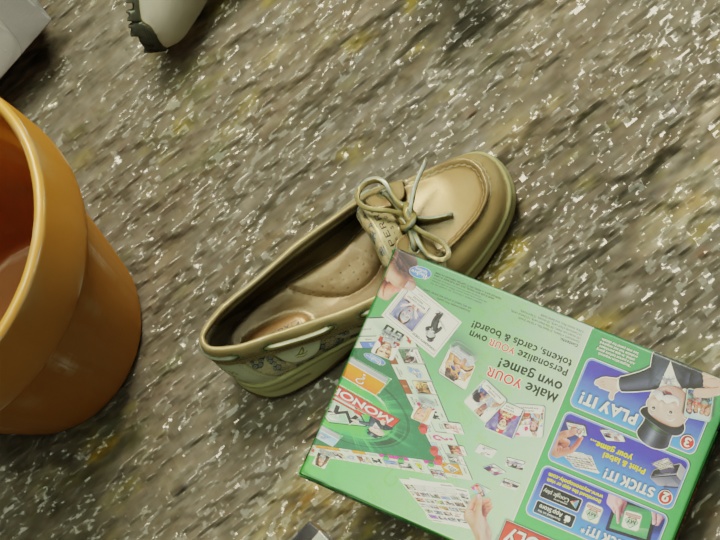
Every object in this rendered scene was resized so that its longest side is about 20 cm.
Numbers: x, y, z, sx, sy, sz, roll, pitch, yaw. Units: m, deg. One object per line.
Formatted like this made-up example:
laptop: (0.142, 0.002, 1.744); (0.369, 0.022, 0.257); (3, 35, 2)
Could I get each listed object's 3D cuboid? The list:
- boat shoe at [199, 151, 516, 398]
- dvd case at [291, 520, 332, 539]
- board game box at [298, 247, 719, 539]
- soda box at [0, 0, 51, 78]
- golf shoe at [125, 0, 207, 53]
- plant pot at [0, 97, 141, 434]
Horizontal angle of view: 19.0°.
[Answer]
boat shoe: (0.000, 0.000, 1.215); (0.200, 0.063, 0.073); (-39, 61, 7)
dvd case: (-0.010, 0.256, 1.159); (0.200, 0.016, 0.149); (42, 93, 29)
board game box: (0.083, 0.086, 1.142); (0.199, 0.029, 0.135); (22, 83, 15)
soda box: (-0.288, -0.113, 1.369); (0.200, 0.063, 0.068); (-48, 26, 2)
golf shoe: (-0.081, -0.224, 1.323); (0.087, 0.077, 0.201); (20, 82, 21)
plant pot: (-0.222, 0.013, 1.241); (0.199, 0.183, 0.202); (-8, 69, 22)
